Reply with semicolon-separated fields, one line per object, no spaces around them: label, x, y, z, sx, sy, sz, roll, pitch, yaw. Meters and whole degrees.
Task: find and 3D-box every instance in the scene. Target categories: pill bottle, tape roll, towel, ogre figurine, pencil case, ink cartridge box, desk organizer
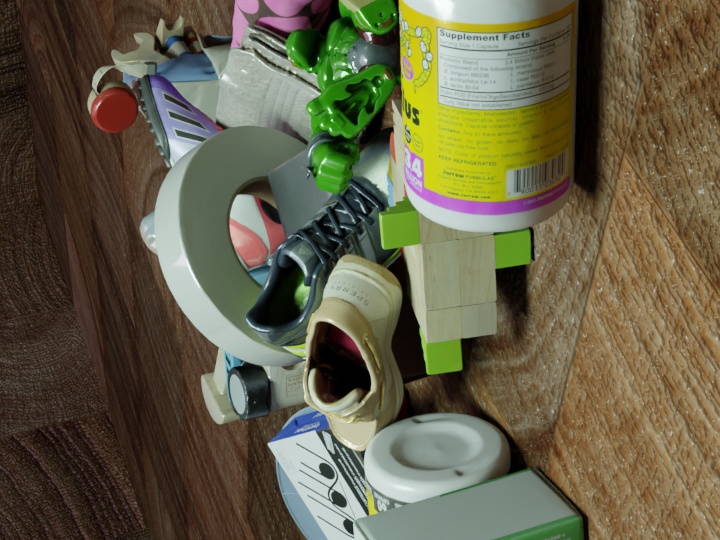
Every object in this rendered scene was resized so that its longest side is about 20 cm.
pill bottle;0.065;0.220;1.226;0.111;0.111;0.201;-134;34;-60
pill bottle;0.074;-0.130;0.928;0.104;0.104;0.201;-127;29;-54
tape roll;-0.076;-0.020;1.312;0.037;0.202;0.203;-28;74;45
towel;-0.059;-0.126;1.371;0.132;0.035;0.200;29;155;4
ogre figurine;-0.003;-0.155;1.174;0.120;0.098;0.201;164;101;-84
pencil case;-0.058;-0.225;1.338;0.091;0.094;0.200;28;154;2
ink cartridge box;0.014;0.207;1.332;0.094;0.044;0.200;-21;105;46
ink cartridge box;0.084;0.261;1.135;0.084;0.146;0.201;-138;37;-61
desk organizer;0.000;0.000;1.292;0.072;0.077;0.201;-27;75;46

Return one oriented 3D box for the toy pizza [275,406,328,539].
toy pizza;0.013;0.195;1.380;0.200;0.032;0.201;21;130;27

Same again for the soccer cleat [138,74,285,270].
soccer cleat;-0.128;-0.093;1.399;0.200;0.073;0.068;61;180;14

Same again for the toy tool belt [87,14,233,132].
toy tool belt;-0.184;-0.187;1.589;0.123;0.199;0.125;-128;37;-50

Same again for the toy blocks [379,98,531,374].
toy blocks;0.054;-0.050;1.116;0.137;0.100;0.201;-109;13;-63

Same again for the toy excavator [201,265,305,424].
toy excavator;-0.096;0.075;1.463;0.200;0.100;0.195;-142;44;-57

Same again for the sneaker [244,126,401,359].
sneaker;-0.016;-0.019;1.201;0.074;0.081;0.200;35;103;23

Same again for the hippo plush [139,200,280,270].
hippo plush;-0.106;-0.028;1.517;0.200;0.159;0.161;-53;27;17

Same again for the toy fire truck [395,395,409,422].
toy fire truck;0.010;0.101;1.425;0.200;0.049;0.142;-176;73;-73

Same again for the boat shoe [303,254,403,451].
boat shoe;-0.013;0.075;1.179;0.074;0.069;0.200;22;142;20
